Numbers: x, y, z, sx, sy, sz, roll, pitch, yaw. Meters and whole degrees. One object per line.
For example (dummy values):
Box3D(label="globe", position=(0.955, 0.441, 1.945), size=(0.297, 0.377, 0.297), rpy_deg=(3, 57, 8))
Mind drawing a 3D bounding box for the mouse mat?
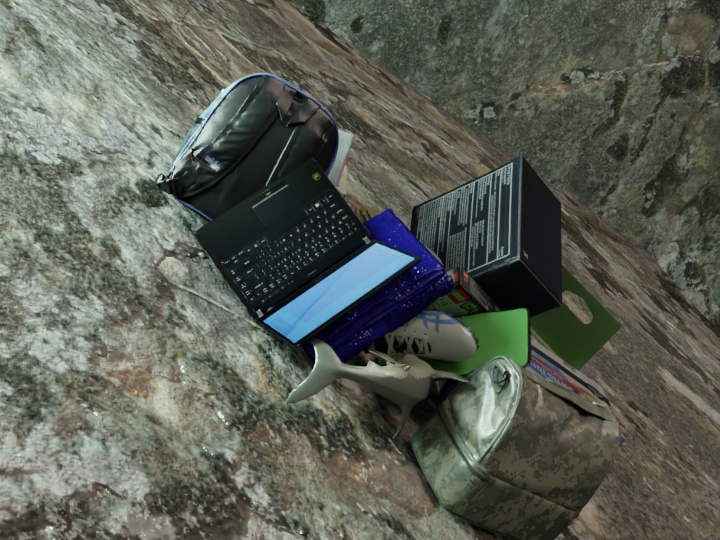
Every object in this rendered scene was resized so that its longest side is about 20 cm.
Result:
Box3D(label="mouse mat", position=(0.115, 0.095, 1.265), size=(0.161, 0.197, 0.008), rpy_deg=(-70, 149, -63))

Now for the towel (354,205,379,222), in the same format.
Box3D(label="towel", position=(0.065, -0.036, 1.611), size=(0.147, 0.037, 0.200), rpy_deg=(28, 13, -20))

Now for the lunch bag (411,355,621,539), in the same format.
Box3D(label="lunch bag", position=(0.184, 0.198, 1.149), size=(0.199, 0.168, 0.140), rpy_deg=(28, 20, -30))

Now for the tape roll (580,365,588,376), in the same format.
Box3D(label="tape roll", position=(0.282, 0.131, 1.678), size=(0.199, 0.066, 0.201), rpy_deg=(34, 19, -13))

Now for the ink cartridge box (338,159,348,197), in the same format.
Box3D(label="ink cartridge box", position=(-0.097, -0.158, 1.592), size=(0.144, 0.084, 0.200), rpy_deg=(35, 18, -13))

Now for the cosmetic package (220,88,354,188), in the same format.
Box3D(label="cosmetic package", position=(-0.119, -0.173, 1.439), size=(0.198, 0.114, 0.081), rpy_deg=(20, 6, -5))

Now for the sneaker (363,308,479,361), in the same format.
Box3D(label="sneaker", position=(0.048, 0.082, 1.227), size=(0.198, 0.072, 0.073), rpy_deg=(10, 42, 28))

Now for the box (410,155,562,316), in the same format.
Box3D(label="box", position=(0.177, -0.023, 1.443), size=(0.123, 0.197, 0.202), rpy_deg=(41, 41, -32))

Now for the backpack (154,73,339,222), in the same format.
Box3D(label="backpack", position=(-0.134, -0.142, 1.292), size=(0.182, 0.201, 0.147), rpy_deg=(33, -2, -11))

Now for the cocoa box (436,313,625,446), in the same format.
Box3D(label="cocoa box", position=(0.217, 0.181, 1.312), size=(0.199, 0.134, 0.132), rpy_deg=(34, 18, -13))

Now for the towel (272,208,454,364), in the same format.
Box3D(label="towel", position=(-0.004, 0.016, 1.203), size=(0.148, 0.199, 0.050), rpy_deg=(49, -20, 29))

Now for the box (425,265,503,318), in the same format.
Box3D(label="box", position=(0.148, 0.083, 1.384), size=(0.200, 0.109, 0.035), rpy_deg=(42, 35, -33))

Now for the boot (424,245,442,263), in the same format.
Box3D(label="boot", position=(0.009, 0.004, 1.343), size=(0.198, 0.096, 0.074), rpy_deg=(9, 40, -30))

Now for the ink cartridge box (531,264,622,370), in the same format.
Box3D(label="ink cartridge box", position=(0.261, 0.103, 1.479), size=(0.146, 0.200, 0.048), rpy_deg=(49, 19, 30))

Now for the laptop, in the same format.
Box3D(label="laptop", position=(-0.064, -0.027, 1.146), size=(0.201, 0.176, 0.103), rpy_deg=(53, -17, 11))

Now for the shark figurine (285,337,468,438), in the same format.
Box3D(label="shark figurine", position=(0.029, 0.137, 1.105), size=(0.127, 0.091, 0.213), rpy_deg=(17, 4, 36))
